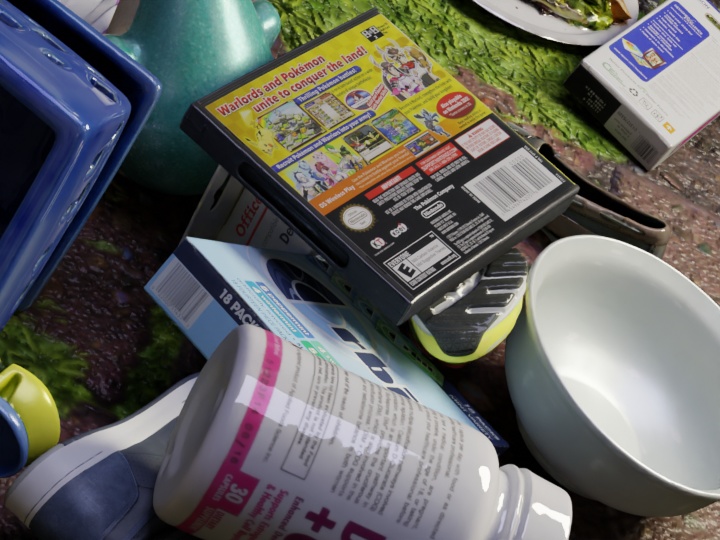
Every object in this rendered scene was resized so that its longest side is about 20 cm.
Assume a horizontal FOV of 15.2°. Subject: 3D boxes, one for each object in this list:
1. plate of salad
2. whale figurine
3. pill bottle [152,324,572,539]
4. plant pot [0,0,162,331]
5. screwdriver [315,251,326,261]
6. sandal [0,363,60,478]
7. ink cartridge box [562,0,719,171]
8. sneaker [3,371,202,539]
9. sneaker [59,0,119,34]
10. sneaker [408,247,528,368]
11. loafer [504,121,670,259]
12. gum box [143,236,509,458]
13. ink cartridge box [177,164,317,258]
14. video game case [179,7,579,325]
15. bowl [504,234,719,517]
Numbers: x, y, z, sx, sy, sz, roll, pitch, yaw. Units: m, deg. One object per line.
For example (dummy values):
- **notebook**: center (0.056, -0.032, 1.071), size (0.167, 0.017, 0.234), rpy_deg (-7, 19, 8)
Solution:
- **plate of salad**: center (0.135, -0.251, 2.121), size (0.200, 0.048, 0.200), rpy_deg (19, 39, -16)
- **whale figurine**: center (-0.100, -0.142, 1.689), size (0.104, 0.200, 0.159), rpy_deg (26, 29, 38)
- **pill bottle**: center (0.002, 0.118, 1.420), size (0.200, 0.113, 0.113), rpy_deg (25, 37, -12)
- **plant pot**: center (-0.240, -0.075, 1.526), size (0.200, 0.200, 0.180), rpy_deg (36, 20, 6)
- **screwdriver**: center (0.000, 0.000, 1.673), size (0.200, 0.028, 0.029), rpy_deg (-8, 82, -78)
- **sandal**: center (-0.261, 0.063, 1.418), size (0.200, 0.080, 0.087), rpy_deg (21, 37, 11)
- **ink cartridge box**: center (0.240, -0.151, 2.082), size (0.095, 0.037, 0.200), rpy_deg (45, 40, 7)
- **sneaker**: center (-0.086, 0.140, 1.490), size (0.146, 0.077, 0.202), rpy_deg (45, 35, 12)
- **sneaker**: center (-0.160, -0.180, 1.805), size (0.140, 0.078, 0.200), rpy_deg (47, 39, 19)
- **sneaker**: center (0.064, 0.025, 1.689), size (0.078, 0.090, 0.200), rpy_deg (1, 19, 2)
- **loafer**: center (0.132, -0.065, 1.889), size (0.200, 0.063, 0.072), rpy_deg (38, 37, 10)
- **gum box**: center (-0.016, 0.059, 1.597), size (0.170, 0.045, 0.200), rpy_deg (46, 16, 20)
- **ink cartridge box**: center (-0.017, -0.054, 1.726), size (0.067, 0.117, 0.200), rpy_deg (44, 40, 18)
- **video game case**: center (0.015, -0.068, 1.647), size (0.181, 0.026, 0.200), rpy_deg (42, 40, 12)
- **bowl**: center (0.161, 0.082, 1.706), size (0.201, 0.090, 0.201), rpy_deg (26, 39, -23)
